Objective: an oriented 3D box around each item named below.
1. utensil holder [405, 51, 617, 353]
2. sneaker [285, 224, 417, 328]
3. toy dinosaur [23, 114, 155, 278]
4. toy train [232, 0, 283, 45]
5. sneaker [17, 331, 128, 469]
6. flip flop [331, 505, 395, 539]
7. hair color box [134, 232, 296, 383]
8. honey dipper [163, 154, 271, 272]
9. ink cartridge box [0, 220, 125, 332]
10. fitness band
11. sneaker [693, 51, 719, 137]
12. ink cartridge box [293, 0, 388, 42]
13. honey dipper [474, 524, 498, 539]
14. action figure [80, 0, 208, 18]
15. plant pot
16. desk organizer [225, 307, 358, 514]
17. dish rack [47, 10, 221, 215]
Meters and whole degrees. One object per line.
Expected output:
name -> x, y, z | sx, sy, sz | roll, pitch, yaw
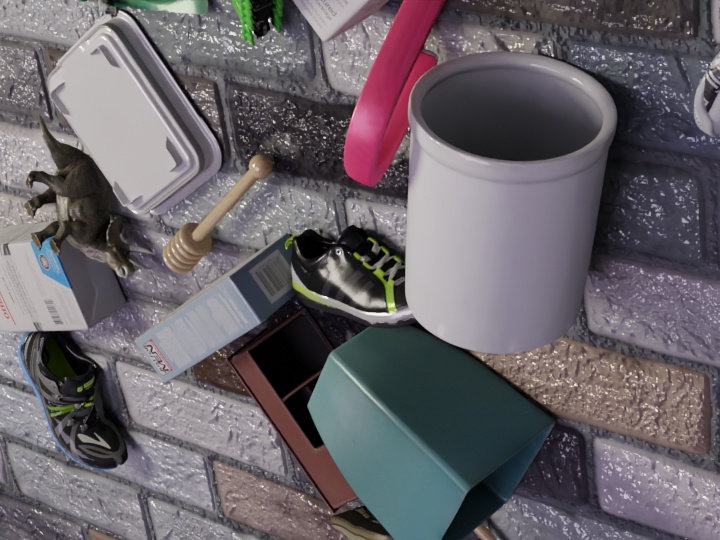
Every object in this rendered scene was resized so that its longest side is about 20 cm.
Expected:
utensil holder -> 0.120, -0.055, 1.391 | 0.169, 0.170, 0.201 | 25, 133, 27
sneaker -> 0.000, 0.000, 1.604 | 0.199, 0.072, 0.083 | 7, 120, 38
toy dinosaur -> -0.314, -0.077, 1.824 | 0.077, 0.102, 0.201 | -9, 102, 58
toy train -> -0.095, -0.246, 1.469 | 0.057, 0.042, 0.200 | 64, 176, 2
sneaker -> -0.349, 0.157, 2.019 | 0.083, 0.071, 0.200 | -24, 97, 53
flip flop -> 0.024, 0.276, 1.711 | 0.200, 0.081, 0.058 | -174, 70, -74
hair color box -> -0.143, 0.041, 1.737 | 0.061, 0.099, 0.200 | 55, 138, -4
honey dipper -> -0.146, -0.062, 1.710 | 0.038, 0.038, 0.200 | 49, 135, 4
ink cartridge box -> -0.380, 0.007, 1.948 | 0.199, 0.068, 0.117 | -3, 115, 42
fitness band -> 0.035, -0.165, 1.377 | 0.037, 0.201, 0.144 | 23, 163, 4
sneaker -> 0.329, -0.150, 1.207 | 0.115, 0.075, 0.200 | 43, 134, 15
ink cartridge box -> 0.002, -0.310, 1.382 | 0.145, 0.084, 0.200 | 53, 138, -1
honey dipper -> 0.102, 0.243, 1.707 | 0.200, 0.038, 0.038 | 46, 138, 4
action figure -> -0.246, -0.293, 1.641 | 0.199, 0.055, 0.119 | 1, 121, 46
plant pot -> 0.056, 0.153, 1.616 | 0.200, 0.141, 0.142 | 43, 138, 19
desk organizer -> -0.044, 0.146, 1.743 | 0.077, 0.072, 0.201 | -31, 95, 46
dish rack -> -0.248, -0.156, 1.739 | 0.171, 0.043, 0.201 | -31, 94, 49
